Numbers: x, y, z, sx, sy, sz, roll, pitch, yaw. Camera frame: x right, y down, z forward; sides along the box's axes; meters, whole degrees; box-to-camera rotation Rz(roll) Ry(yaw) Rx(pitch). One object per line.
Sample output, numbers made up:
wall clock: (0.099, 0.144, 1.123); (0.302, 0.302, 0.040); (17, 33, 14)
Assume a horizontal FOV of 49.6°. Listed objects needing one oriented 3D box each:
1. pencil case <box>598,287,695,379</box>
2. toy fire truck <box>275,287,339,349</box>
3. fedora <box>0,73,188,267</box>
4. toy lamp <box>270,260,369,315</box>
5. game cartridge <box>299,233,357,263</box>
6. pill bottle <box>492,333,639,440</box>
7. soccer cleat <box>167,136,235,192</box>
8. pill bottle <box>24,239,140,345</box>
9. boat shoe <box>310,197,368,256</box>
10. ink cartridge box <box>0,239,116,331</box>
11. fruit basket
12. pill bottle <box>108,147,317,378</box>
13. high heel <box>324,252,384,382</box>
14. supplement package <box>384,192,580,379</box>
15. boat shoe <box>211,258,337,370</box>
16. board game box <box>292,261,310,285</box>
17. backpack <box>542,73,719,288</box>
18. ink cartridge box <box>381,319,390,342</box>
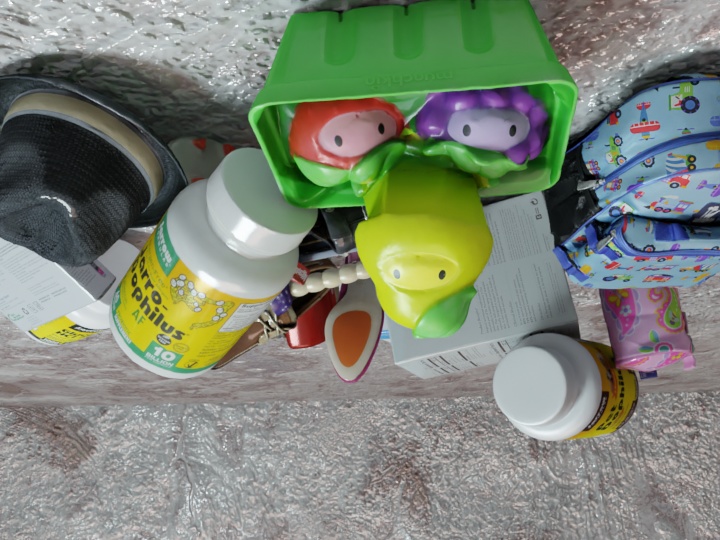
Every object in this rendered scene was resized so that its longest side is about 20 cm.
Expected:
pencil case: (0.295, 0.009, 0.824); (0.087, 0.200, 0.087); (-5, 161, -2)
toy fire truck: (-0.128, 0.055, 1.007); (0.176, 0.129, 0.200); (-4, -159, 11)
fedora: (-0.236, -0.062, 0.625); (0.200, 0.092, 0.201); (14, 154, 7)
toy lamp: (0.000, 0.000, 0.838); (0.200, 0.058, 0.058); (-13, 163, 5)
game cartridge: (-0.006, -0.043, 0.823); (0.200, 0.041, 0.133); (-11, -176, 34)
pill bottle: (0.218, 0.125, 0.831); (0.109, 0.109, 0.200); (-12, 165, 33)
soccer cleat: (-0.123, -0.073, 0.745); (0.077, 0.069, 0.200); (-8, 166, 32)
pill bottle: (-0.349, 0.026, 0.979); (0.112, 0.113, 0.200); (12, 159, -40)
boat shoe: (-0.027, -0.056, 0.678); (0.060, 0.074, 0.200); (-26, -156, -12)
ink cartridge box: (-0.383, -0.028, 0.827); (0.196, 0.043, 0.200); (-17, 122, 44)
fruit basket: (0.038, -0.064, 0.521); (0.215, 0.216, 0.156); (-3, 157, 6)
pill bottle: (-0.121, -0.004, 0.642); (0.113, 0.113, 0.200); (10, 140, -36)
high heel: (0.003, 0.048, 0.917); (0.067, 0.200, 0.096); (2, 151, 12)
supplement package: (0.138, 0.025, 0.908); (0.200, 0.152, 0.151); (-15, 162, 13)
boat shoe: (-0.106, 0.041, 0.893); (0.072, 0.200, 0.076); (23, 149, 43)
board game box: (-0.151, -0.041, 0.762); (0.200, 0.019, 0.103); (24, 172, 14)
backpack: (0.271, -0.075, 0.657); (0.182, 0.135, 0.200); (2, 161, -14)
ink cartridge box: (0.117, 0.074, 1.252); (0.146, 0.086, 0.200); (-8, 164, 23)
